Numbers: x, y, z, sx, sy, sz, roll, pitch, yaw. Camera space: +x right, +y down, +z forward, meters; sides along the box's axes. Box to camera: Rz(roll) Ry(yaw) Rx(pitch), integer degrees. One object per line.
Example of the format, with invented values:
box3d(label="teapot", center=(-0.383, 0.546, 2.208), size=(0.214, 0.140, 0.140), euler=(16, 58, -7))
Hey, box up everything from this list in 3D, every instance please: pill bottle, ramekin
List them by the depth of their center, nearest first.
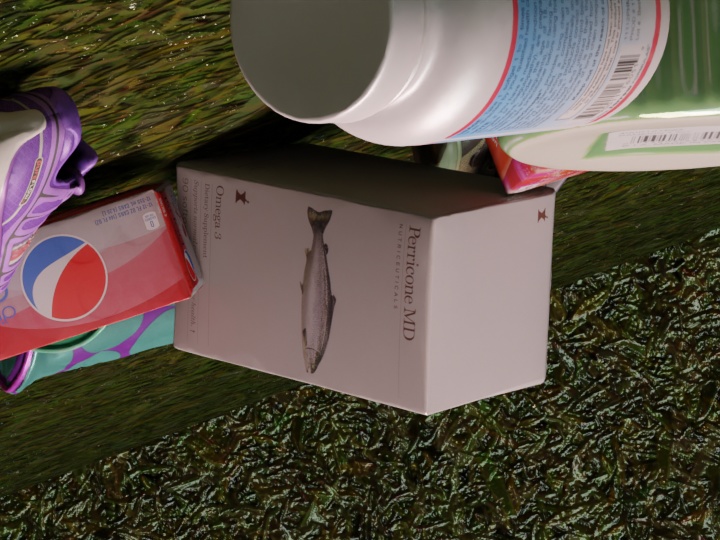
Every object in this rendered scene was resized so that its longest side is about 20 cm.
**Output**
box3d(label="pill bottle", center=(0.039, -0.109, 1.036), size=(0.109, 0.109, 0.200), euler=(-25, 171, 36))
box3d(label="ramekin", center=(0.154, -0.108, 1.194), size=(0.200, 0.098, 0.200), euler=(-3, 174, 0))

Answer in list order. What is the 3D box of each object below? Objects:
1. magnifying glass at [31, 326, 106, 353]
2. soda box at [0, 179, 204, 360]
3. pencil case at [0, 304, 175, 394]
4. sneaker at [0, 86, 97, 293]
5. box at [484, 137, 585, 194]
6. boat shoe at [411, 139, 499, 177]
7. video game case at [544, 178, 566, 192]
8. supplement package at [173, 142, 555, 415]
box3d(label="magnifying glass", center=(-0.241, 0.022, 1.484), size=(0.200, 0.080, 0.022), euler=(-11, -158, 17))
box3d(label="soda box", center=(-0.196, 0.011, 1.405), size=(0.200, 0.070, 0.063), euler=(-19, -174, 5))
box3d(label="pencil case", center=(-0.157, 0.019, 1.590), size=(0.200, 0.085, 0.092), euler=(-13, 153, -40))
box3d(label="sneaker", center=(-0.169, -0.034, 1.182), size=(0.083, 0.081, 0.200), euler=(-24, 174, -19))
box3d(label="box", center=(0.166, -0.121, 1.361), size=(0.200, 0.096, 0.100), euler=(-17, 172, -22))
box3d(label="boat shoe", center=(0.066, -0.076, 1.532), size=(0.065, 0.073, 0.200), euler=(-15, 173, -1))
box3d(label="video game case", center=(0.102, -0.063, 1.574), size=(0.182, 0.023, 0.200), euler=(-53, -172, -23))
box3d(label="supplement package", center=(0.000, 0.000, 1.424), size=(0.200, 0.117, 0.117), euler=(12, -164, 39))
